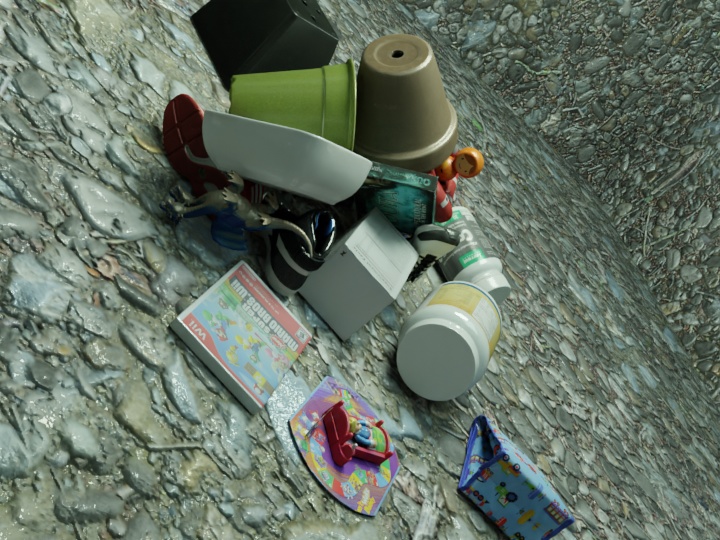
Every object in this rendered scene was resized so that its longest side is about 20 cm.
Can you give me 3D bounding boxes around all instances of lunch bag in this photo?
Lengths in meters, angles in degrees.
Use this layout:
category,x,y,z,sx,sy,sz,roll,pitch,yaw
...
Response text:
category,x,y,z,sx,sy,sz,roll,pitch,yaw
lunch bag,0.234,0.310,1.250,0.151,0.094,0.200,45,15,-5

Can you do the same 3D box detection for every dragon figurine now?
category,x,y,z,sx,sy,sz,roll,pitch,yaw
dragon figurine,-0.160,-0.067,1.063,0.199,0.099,0.059,27,51,-26

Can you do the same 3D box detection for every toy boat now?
category,x,y,z,sx,sy,sz,roll,pitch,yaw
toy boat,0.151,-0.176,1.407,0.131,0.130,0.201,55,37,-35

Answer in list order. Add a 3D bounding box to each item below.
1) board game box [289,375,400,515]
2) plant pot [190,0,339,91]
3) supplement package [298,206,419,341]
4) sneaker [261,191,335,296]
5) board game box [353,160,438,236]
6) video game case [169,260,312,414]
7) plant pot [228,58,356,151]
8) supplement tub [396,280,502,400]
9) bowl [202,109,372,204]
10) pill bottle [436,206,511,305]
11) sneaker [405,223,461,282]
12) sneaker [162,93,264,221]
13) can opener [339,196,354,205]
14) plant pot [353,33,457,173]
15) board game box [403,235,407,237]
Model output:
category,x,y,z,sx,sy,sz,roll,pitch,yaw
board game box,-0.003,0.209,1.024,0.158,0.039,0.200,50,25,0
plant pot,-0.160,-0.434,1.512,0.199,0.177,0.201,14,43,-54
supplement package,0.000,0.000,1.245,0.114,0.109,0.200,48,24,-5
sneaker,-0.086,-0.065,1.169,0.073,0.112,0.201,30,30,-37
board game box,0.055,-0.112,1.306,0.134,0.028,0.200,14,-18,8
video game case,-0.140,0.075,1.009,0.143,0.017,0.200,48,24,-6
plant pot,-0.113,-0.237,1.278,0.188,0.201,0.201,2,39,-8
supplement tub,0.141,0.110,1.289,0.145,0.144,0.200,50,25,0
bowl,-0.104,-0.147,1.098,0.199,0.075,0.199,18,3,24
pill bottle,0.217,-0.020,1.642,0.113,0.113,0.201,14,41,-52
sneaker,0.102,-0.021,1.365,0.073,0.200,0.081,18,67,-23
sneaker,-0.209,-0.155,1.175,0.202,0.078,0.115,68,19,9
can opener,-0.064,-0.159,1.431,0.199,0.053,0.067,11,45,-55
plant pot,0.060,-0.280,1.324,0.175,0.198,0.201,82,-8,-49
board game box,0.056,-0.122,1.539,0.200,0.034,0.137,-8,83,-66
